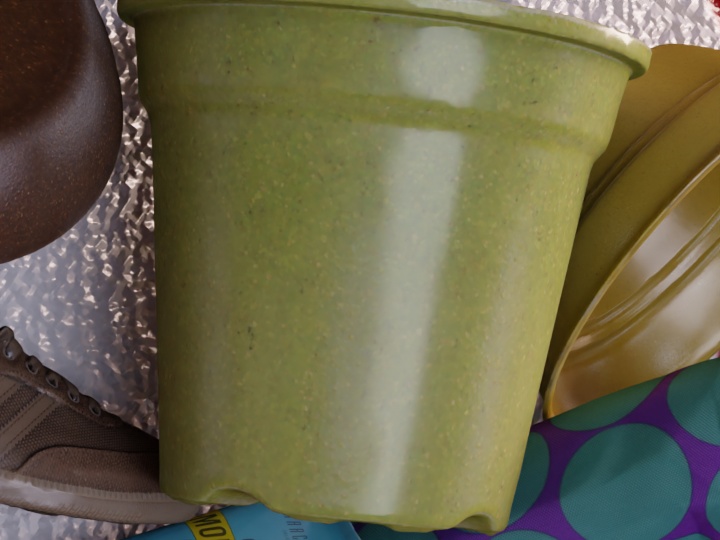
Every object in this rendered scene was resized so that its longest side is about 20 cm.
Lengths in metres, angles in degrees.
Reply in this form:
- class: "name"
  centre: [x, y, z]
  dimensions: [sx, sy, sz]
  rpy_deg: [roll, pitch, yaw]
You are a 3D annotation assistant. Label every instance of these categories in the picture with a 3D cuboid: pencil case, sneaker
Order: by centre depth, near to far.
- class: "sneaker"
  centre: [-0.143, 0.046, 1.044]
  dimensions: [0.199, 0.070, 0.076]
  rpy_deg: [14, 86, -29]
- class: "pencil case"
  centre: [0.081, 0.102, 1.109]
  dimensions: [0.199, 0.085, 0.092]
  rpy_deg: [-22, 140, 14]

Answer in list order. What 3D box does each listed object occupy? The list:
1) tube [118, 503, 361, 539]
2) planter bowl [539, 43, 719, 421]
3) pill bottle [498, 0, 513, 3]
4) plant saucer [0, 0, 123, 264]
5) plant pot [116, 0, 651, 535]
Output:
- class: "tube"
  centre: [-0.092, 0.130, 1.066]
  dimensions: [0.199, 0.078, 0.051]
  rpy_deg: [-15, 136, -16]
- class: "planter bowl"
  centre: [0.120, -0.031, 1.152]
  dimensions: [0.200, 0.201, 0.083]
  rpy_deg: [-36, 67, -22]
- class: "pill bottle"
  centre: [-0.030, -0.163, 1.064]
  dimensions: [0.199, 0.120, 0.120]
  rpy_deg: [23, 82, -28]
- class: "plant saucer"
  centre: [-0.167, -0.090, 0.974]
  dimensions: [0.200, 0.037, 0.201]
  rpy_deg: [19, 47, -21]
- class: "plant pot"
  centre: [0.000, 0.000, 1.039]
  dimensions: [0.199, 0.200, 0.185]
  rpy_deg: [7, 87, -29]
